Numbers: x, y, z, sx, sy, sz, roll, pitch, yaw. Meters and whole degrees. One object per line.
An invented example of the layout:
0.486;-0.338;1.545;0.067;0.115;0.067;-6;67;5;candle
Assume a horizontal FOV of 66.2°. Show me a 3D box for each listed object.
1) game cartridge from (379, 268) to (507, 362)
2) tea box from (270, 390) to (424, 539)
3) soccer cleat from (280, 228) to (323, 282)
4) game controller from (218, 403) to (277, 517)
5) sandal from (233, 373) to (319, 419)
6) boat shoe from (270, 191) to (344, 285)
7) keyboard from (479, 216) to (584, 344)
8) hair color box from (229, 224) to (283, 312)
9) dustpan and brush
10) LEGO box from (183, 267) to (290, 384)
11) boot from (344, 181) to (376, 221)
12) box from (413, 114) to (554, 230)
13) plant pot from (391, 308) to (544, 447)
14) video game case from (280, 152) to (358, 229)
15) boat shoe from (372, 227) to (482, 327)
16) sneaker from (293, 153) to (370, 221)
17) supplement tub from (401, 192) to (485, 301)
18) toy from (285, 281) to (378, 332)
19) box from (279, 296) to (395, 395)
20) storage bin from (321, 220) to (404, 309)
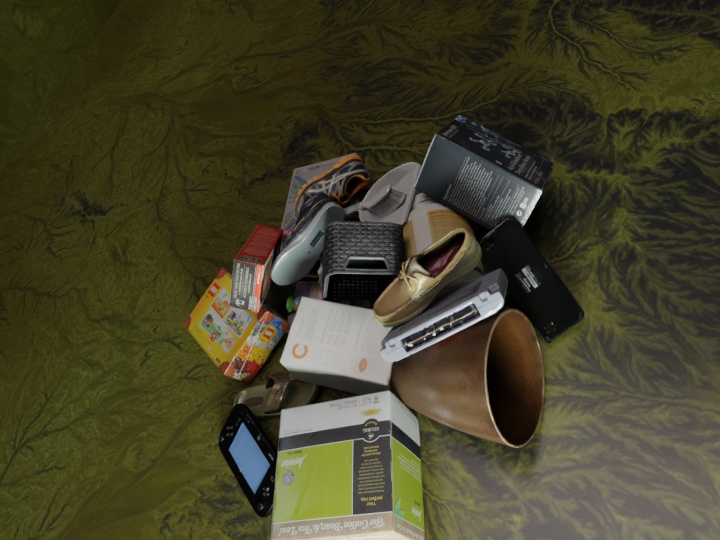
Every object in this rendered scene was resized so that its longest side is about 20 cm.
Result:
0.129;0.065;0.828;0.197;0.041;0.133;-30;6;23;game cartridge
-0.016;0.315;0.849;0.196;0.134;0.201;-14;52;21;tea box
-0.127;-0.033;1.178;0.197;0.071;0.086;21;48;36;soccer cleat
-0.193;0.333;0.986;0.199;0.041;0.106;40;114;41;game controller
-0.162;0.233;1.038;0.197;0.057;0.081;-22;51;16;sandal
-0.114;-0.065;1.119;0.201;0.071;0.091;-48;35;4;boat shoe
0.265;0.020;0.903;0.103;0.040;0.202;-36;80;12;keyboard
-0.207;-0.010;1.115;0.060;0.104;0.201;11;25;-1;hair color box
0.024;-0.125;1.057;0.199;0.056;0.142;-28;39;54;dustpan and brush
-0.261;0.111;1.152;0.199;0.077;0.150;35;88;41;LEGO box
0.030;-0.088;1.124;0.158;0.080;0.210;-46;38;-14;boot
0.218;-0.166;0.965;0.197;0.109;0.149;30;36;11;box
0.151;0.160;0.845;0.197;0.186;0.191;-8;54;42;plant pot
-0.095;-0.176;1.297;0.178;0.022;0.204;-9;56;25;video game case
0.093;0.005;0.843;0.199;0.067;0.074;-40;48;1;boat shoe
-0.063;-0.170;1.212;0.199;0.078;0.078;-41;57;1;sneaker
0.140;-0.025;0.978;0.142;0.145;0.204;-18;52;18;supplement tub
-0.064;0.065;1.101;0.196;0.047;0.118;-3;60;29;toy
-0.022;0.137;0.967;0.195;0.098;0.127;9;64;18;box
0.000;0.000;0.980;0.131;0.201;0.096;1;68;-6;storage bin
